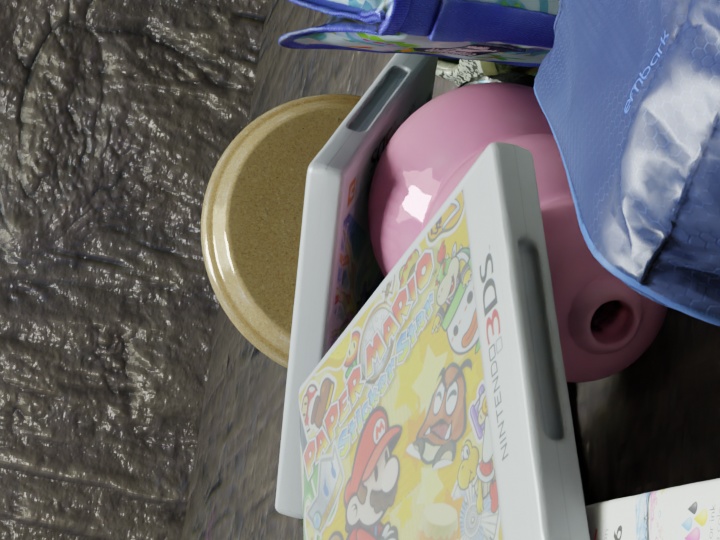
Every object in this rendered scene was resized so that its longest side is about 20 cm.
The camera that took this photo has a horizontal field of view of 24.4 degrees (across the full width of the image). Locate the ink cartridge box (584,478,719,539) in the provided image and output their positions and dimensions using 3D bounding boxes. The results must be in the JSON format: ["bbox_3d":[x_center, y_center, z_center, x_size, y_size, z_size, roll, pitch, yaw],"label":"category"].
[{"bbox_3d":[0.112,0.133,0.528,0.200,0.067,0.117,134,145,-73],"label":"ink cartridge box"}]

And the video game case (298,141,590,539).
[{"bbox_3d":[0.024,0.078,0.676,0.200,0.023,0.183,127,148,-47],"label":"video game case"}]

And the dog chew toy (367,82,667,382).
[{"bbox_3d":[0.076,-0.012,0.759,0.200,0.124,0.126,-125,46,-66],"label":"dog chew toy"}]

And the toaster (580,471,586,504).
[{"bbox_3d":[0.039,0.120,0.829,0.201,0.113,0.130,-98,19,-52],"label":"toaster"}]

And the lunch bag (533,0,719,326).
[{"bbox_3d":[0.132,-0.077,0.446,0.200,0.135,0.133,-96,20,-63],"label":"lunch bag"}]

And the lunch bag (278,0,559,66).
[{"bbox_3d":[0.040,-0.161,0.788,0.200,0.169,0.128,52,132,45],"label":"lunch bag"}]

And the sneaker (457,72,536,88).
[{"bbox_3d":[0.078,-0.013,0.915,0.090,0.078,0.201,-112,24,-55],"label":"sneaker"}]

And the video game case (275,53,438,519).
[{"bbox_3d":[0.000,0.000,0.882,0.183,0.022,0.201,-58,-22,-58],"label":"video game case"}]

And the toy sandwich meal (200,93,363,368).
[{"bbox_3d":[-0.009,-0.011,1.055,0.070,0.203,0.207,137,143,-70],"label":"toy sandwich meal"}]

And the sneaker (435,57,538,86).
[{"bbox_3d":[0.084,-0.149,0.927,0.200,0.088,0.077,117,161,-58],"label":"sneaker"}]
